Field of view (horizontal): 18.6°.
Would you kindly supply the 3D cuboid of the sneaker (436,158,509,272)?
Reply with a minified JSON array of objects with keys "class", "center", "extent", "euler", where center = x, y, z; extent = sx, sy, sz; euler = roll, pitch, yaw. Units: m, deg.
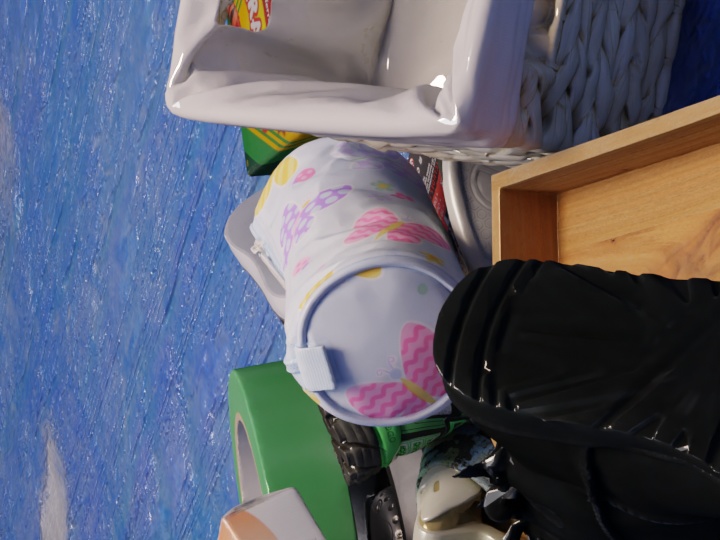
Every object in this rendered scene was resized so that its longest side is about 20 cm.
[{"class":"sneaker","center":[0.057,-0.065,1.051],"extent":[0.099,0.071,0.200],"euler":[122,142,-65]}]

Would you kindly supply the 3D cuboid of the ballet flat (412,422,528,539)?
[{"class":"ballet flat","center":[0.064,0.132,1.033],"extent":[0.200,0.074,0.074],"euler":[38,130,53]}]

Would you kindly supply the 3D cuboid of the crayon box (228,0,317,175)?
[{"class":"crayon box","center":[-0.023,-0.138,1.246],"extent":[0.200,0.051,0.127],"euler":[150,114,-67]}]

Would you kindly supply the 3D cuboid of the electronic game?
[{"class":"electronic game","center":[0.028,0.158,1.212],"extent":[0.200,0.042,0.200],"euler":[174,90,-78]}]

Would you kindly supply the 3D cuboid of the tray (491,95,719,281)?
[{"class":"tray","center":[0.112,-0.002,0.795],"extent":[0.200,0.037,0.099],"euler":[-17,72,62]}]

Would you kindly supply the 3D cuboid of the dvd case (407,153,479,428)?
[{"class":"dvd case","center":[0.062,0.017,1.117],"extent":[0.200,0.022,0.146],"euler":[-115,28,-45]}]

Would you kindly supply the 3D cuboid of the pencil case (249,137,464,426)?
[{"class":"pencil case","center":[0.000,0.000,1.028],"extent":[0.200,0.091,0.083],"euler":[-113,22,-68]}]

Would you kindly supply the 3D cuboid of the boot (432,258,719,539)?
[{"class":"boot","center":[0.122,0.066,0.695],"extent":[0.073,0.198,0.163],"euler":[-69,-26,-22]}]

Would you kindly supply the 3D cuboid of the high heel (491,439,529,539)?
[{"class":"high heel","center":[0.108,0.106,0.882],"extent":[0.200,0.071,0.143],"euler":[47,156,51]}]

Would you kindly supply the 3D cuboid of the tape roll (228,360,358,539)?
[{"class":"tape roll","center":[-0.039,0.154,1.308],"extent":[0.200,0.048,0.201],"euler":[170,90,-80]}]

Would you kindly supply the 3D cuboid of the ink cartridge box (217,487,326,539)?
[{"class":"ink cartridge box","center":[-0.017,0.234,1.133],"extent":[0.200,0.050,0.162],"euler":[60,157,26]}]

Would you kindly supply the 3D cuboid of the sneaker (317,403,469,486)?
[{"class":"sneaker","center":[0.018,0.050,1.122],"extent":[0.200,0.085,0.078],"euler":[-112,4,-72]}]

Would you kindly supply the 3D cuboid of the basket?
[{"class":"basket","center":[0.030,-0.113,0.923],"extent":[0.200,0.123,0.136],"euler":[9,88,50]}]

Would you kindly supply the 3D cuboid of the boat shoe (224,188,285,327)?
[{"class":"boat shoe","center":[-0.029,0.002,1.306],"extent":[0.066,0.070,0.200],"euler":[65,175,-23]}]
